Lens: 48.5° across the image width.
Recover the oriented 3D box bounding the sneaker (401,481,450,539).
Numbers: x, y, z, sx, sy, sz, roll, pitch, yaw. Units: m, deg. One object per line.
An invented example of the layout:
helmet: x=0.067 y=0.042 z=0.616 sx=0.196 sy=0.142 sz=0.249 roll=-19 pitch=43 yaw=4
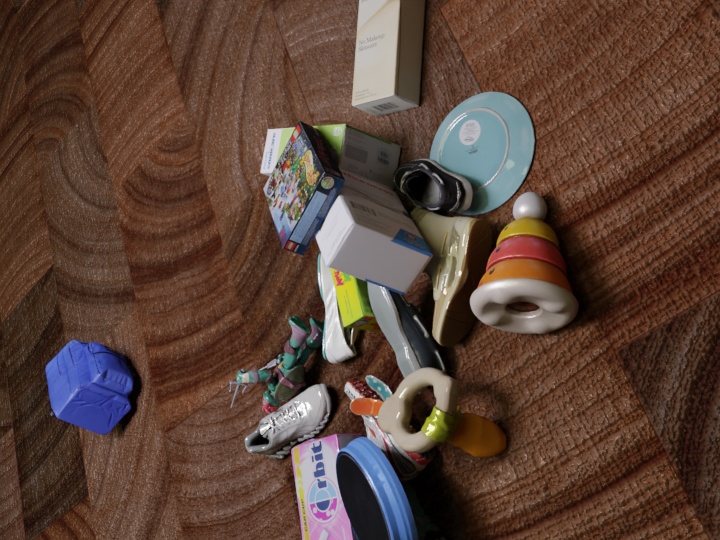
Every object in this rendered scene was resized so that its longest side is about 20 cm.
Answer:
sneaker: x=0.060 y=0.394 z=1.225 sx=0.200 sy=0.074 sz=0.088 roll=51 pitch=120 yaw=36

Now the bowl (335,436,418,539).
bowl: x=0.019 y=0.348 z=1.179 sx=0.201 sy=0.039 sz=0.201 roll=49 pitch=149 yaw=45

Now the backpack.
backpack: x=-0.615 y=0.251 z=1.836 sx=0.168 sy=0.163 sz=0.200 roll=-46 pitch=42 yaw=1

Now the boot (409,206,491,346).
boot: x=0.116 y=0.005 z=1.252 sx=0.155 sy=0.073 sz=0.200 roll=19 pitch=101 yaw=48

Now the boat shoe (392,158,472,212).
boat shoe: x=0.099 y=-0.136 z=1.281 sx=0.200 sy=0.060 sz=0.074 roll=37 pitch=123 yaw=55

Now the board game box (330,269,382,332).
board game box: x=0.000 y=0.000 z=1.340 sx=0.048 sy=0.101 sz=0.200 roll=-32 pitch=61 yaw=34

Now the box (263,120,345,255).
box: x=-0.093 y=-0.133 z=1.253 sx=0.137 sy=0.038 sz=0.200 roll=-60 pitch=29 yaw=22

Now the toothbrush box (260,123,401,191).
toothbrush box: x=-0.053 y=-0.193 z=1.400 sx=0.200 sy=0.145 sz=0.086 roll=4 pitch=84 yaw=44

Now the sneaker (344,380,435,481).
sneaker: x=0.030 y=0.252 z=1.277 sx=0.200 sy=0.078 sz=0.082 roll=49 pitch=116 yaw=38

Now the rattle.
rattle: x=0.099 y=0.217 z=1.201 sx=0.200 sy=0.143 sz=0.131 roll=-19 pitch=68 yaw=52

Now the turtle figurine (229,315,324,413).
turtle figurine: x=-0.140 y=0.176 z=1.427 sx=0.101 sy=0.150 sz=0.200 roll=38 pitch=103 yaw=11

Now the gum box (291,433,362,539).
gum box: x=-0.044 y=0.371 z=1.329 sx=0.113 sy=0.066 sz=0.200 roll=-25 pitch=65 yaw=37

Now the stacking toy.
stacking toy: x=0.234 y=-0.022 z=1.132 sx=0.146 sy=0.146 sz=0.200 roll=-18 pitch=51 yaw=40

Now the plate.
plate: x=0.182 y=-0.187 z=1.261 sx=0.200 sy=0.026 sz=0.201 roll=-10 pitch=75 yaw=43

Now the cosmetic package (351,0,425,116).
cosmetic package: x=0.049 y=-0.381 z=1.394 sx=0.103 sy=0.073 sz=0.201 roll=-5 pitch=79 yaw=43

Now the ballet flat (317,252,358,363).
ballet flat: x=-0.033 y=0.061 z=1.395 sx=0.069 sy=0.069 sz=0.201 roll=-11 pitch=78 yaw=41

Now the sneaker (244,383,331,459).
sneaker: x=-0.128 y=0.272 z=1.421 sx=0.200 sy=0.081 sz=0.075 roll=-45 pitch=52 yaw=25

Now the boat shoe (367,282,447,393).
boat shoe: x=0.073 y=0.090 z=1.246 sx=0.200 sy=0.060 sz=0.076 roll=68 pitch=157 yaw=0

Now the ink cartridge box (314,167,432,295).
ink cartridge box: x=0.005 y=-0.068 z=1.229 sx=0.084 sy=0.144 sz=0.200 roll=-57 pitch=29 yaw=22
